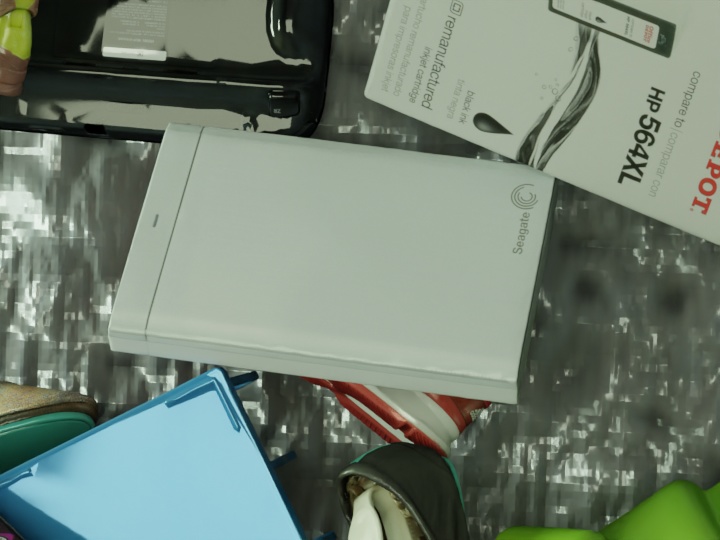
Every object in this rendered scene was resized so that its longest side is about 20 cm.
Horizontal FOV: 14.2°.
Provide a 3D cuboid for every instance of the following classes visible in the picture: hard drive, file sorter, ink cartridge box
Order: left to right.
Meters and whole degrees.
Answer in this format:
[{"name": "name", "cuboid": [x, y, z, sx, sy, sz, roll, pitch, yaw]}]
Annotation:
[{"name": "file sorter", "cuboid": [-0.076, 0.164, 1.454, 0.139, 0.123, 0.200, -26, 88, 9]}, {"name": "hard drive", "cuboid": [-0.011, -0.006, 1.419, 0.200, 0.027, 0.132, 7, 54, 8]}, {"name": "ink cartridge box", "cuboid": [0.120, -0.121, 1.404, 0.200, 0.084, 0.146, 23, 127, 9]}]

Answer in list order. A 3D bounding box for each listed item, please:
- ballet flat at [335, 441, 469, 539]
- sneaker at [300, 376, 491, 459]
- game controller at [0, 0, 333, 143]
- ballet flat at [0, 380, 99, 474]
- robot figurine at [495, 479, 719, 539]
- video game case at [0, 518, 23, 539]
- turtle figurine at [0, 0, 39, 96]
[{"name": "ballet flat", "cuboid": [0.030, 0.177, 1.377, 0.068, 0.068, 0.200, -39, 60, 38]}, {"name": "sneaker", "cuboid": [0.000, 0.000, 1.477, 0.200, 0.078, 0.116, 40, 75, 12]}, {"name": "game controller", "cuboid": [-0.114, -0.120, 1.501, 0.200, 0.042, 0.105, 5, 78, 9]}, {"name": "ballet flat", "cuboid": [-0.233, 0.091, 1.511, 0.200, 0.068, 0.067, -25, 61, 8]}, {"name": "robot figurine", "cuboid": [0.140, 0.182, 1.421, 0.200, 0.116, 0.176, -36, 112, 8]}, {"name": "video game case", "cuboid": [-0.211, 0.192, 1.436, 0.181, 0.036, 0.200, 39, 133, 27]}, {"name": "turtle figurine", "cuboid": [-0.164, -0.169, 1.435, 0.064, 0.200, 0.162, 41, 112, 44]}]
